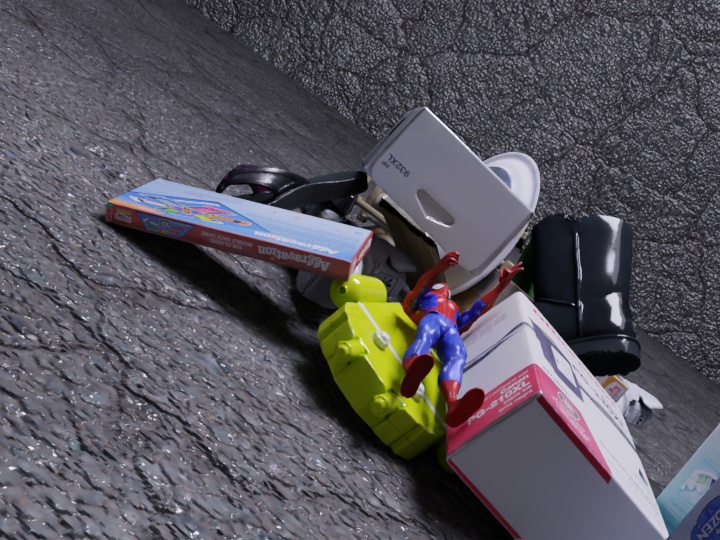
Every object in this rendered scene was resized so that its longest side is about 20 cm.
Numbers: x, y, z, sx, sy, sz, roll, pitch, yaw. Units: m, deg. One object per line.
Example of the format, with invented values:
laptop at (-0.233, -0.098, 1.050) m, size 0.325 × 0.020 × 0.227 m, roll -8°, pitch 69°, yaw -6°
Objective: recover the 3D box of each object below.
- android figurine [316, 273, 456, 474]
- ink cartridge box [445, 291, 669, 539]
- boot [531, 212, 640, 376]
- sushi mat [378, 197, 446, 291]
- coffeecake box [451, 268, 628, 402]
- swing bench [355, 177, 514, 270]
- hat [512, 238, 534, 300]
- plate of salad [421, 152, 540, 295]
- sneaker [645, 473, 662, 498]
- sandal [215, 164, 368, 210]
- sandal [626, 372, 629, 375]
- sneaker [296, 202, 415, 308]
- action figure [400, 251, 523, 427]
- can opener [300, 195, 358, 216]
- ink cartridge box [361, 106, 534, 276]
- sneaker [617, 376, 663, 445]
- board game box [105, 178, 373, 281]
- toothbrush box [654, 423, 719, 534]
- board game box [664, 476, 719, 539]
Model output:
android figurine at (0.034, 0.080, 0.691) m, size 0.182 × 0.041 × 0.200 m, roll 56°, pitch 16°, yaw 17°
ink cartridge box at (0.139, 0.120, 0.661) m, size 0.145 × 0.084 × 0.200 m, roll 49°, pitch 16°, yaw -10°
boot at (0.185, 0.029, 0.901) m, size 0.077 × 0.199 × 0.169 m, roll 57°, pitch 31°, yaw -51°
sushi mat at (0.071, 0.012, 0.961) m, size 0.096 × 0.012 × 0.200 m, roll 42°, pitch -17°, yaw 38°
coffeecake box at (0.198, 0.079, 1.032) m, size 0.200 × 0.073 × 0.154 m, roll 41°, pitch 5°, yaw -13°
swing bench at (0.099, -0.055, 1.224) m, size 0.199 × 0.130 × 0.200 m, roll 39°, pitch -12°, yaw 24°
hat at (0.296, 0.050, 1.200) m, size 0.175 × 0.166 × 0.200 m, roll 23°, pitch -12°, yaw -1°
plate of salad at (0.138, -0.050, 1.027) m, size 0.048 × 0.200 × 0.200 m, roll 36°, pitch 10°, yaw -26°
sneaker at (0.234, 0.186, 0.848) m, size 0.115 × 0.076 × 0.200 m, roll 39°, pitch 20°, yaw -10°
sandal at (-0.085, -0.084, 0.856) m, size 0.200 × 0.048 × 0.075 m, roll -17°, pitch 18°, yaw -32°
sandal at (0.302, 0.081, 1.068) m, size 0.082 × 0.055 × 0.200 m, roll 41°, pitch 5°, yaw 25°
sneaker at (0.000, 0.000, 0.859) m, size 0.115 × 0.075 × 0.200 m, roll 30°, pitch 12°, yaw -17°
action figure at (0.076, 0.030, 0.664) m, size 0.065 × 0.099 × 0.200 m, roll 35°, pitch 14°, yaw -8°
can opener at (-0.044, -0.056, 1.039) m, size 0.063 × 0.079 × 0.200 m, roll 24°, pitch 27°, yaw -12°
ink cartridge box at (0.080, -0.085, 0.879) m, size 0.145 × 0.084 × 0.200 m, roll 43°, pitch 6°, yaw -7°
sneaker at (0.326, 0.171, 1.102) m, size 0.115 × 0.075 × 0.200 m, roll 32°, pitch 9°, yaw -1°
board game box at (-0.095, -0.036, 0.721) m, size 0.199 × 0.020 × 0.103 m, roll 14°, pitch 17°, yaw 7°
toothbrush box at (0.285, 0.186, 0.645) m, size 0.146 × 0.200 × 0.085 m, roll 22°, pitch 17°, yaw -48°
board game box at (0.267, 0.199, 0.547) m, size 0.199 × 0.200 × 0.041 m, roll 27°, pitch 15°, yaw -29°
